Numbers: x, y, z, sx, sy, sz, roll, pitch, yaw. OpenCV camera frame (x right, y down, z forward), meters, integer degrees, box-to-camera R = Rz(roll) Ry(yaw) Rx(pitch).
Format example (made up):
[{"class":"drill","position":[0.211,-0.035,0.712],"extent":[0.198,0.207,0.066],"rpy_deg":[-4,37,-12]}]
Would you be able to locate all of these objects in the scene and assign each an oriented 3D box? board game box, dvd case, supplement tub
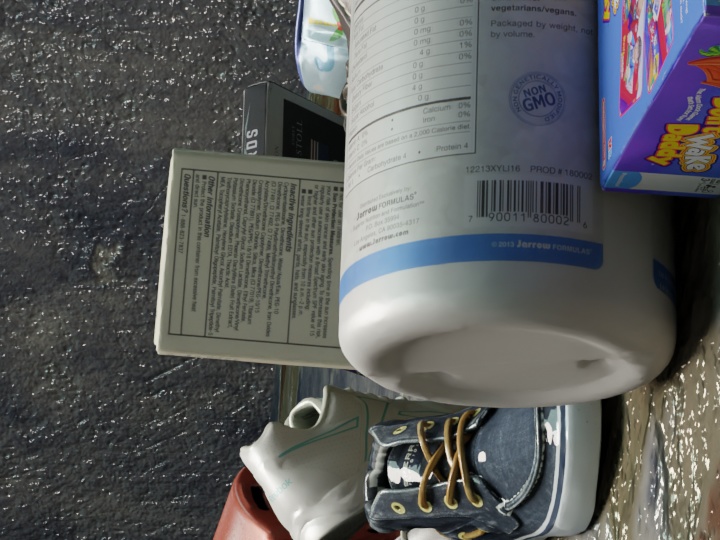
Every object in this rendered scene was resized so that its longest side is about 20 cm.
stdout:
[{"class":"board game box","position":[0.117,-0.143,0.657],"extent":[0.135,0.045,0.201],"rpy_deg":[109,164,-69]},{"class":"dvd case","position":[0.001,-0.012,1.146],"extent":[0.025,0.200,0.151],"rpy_deg":[-14,67,36]},{"class":"supplement tub","position":[0.059,-0.056,0.757],"extent":[0.132,0.132,0.201],"rpy_deg":[109,164,-69]}]

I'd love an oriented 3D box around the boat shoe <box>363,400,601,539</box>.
[{"class":"boat shoe","position":[0.053,0.093,0.899],"extent":[0.200,0.091,0.071],"rpy_deg":[110,163,-69]}]

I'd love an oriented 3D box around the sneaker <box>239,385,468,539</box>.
[{"class":"sneaker","position":[0.007,0.095,1.095],"extent":[0.070,0.080,0.200],"rpy_deg":[-49,-14,27]}]

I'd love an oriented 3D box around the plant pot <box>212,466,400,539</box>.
[{"class":"plant pot","position":[-0.032,0.236,1.233],"extent":[0.201,0.200,0.196],"rpy_deg":[-100,23,-68]}]

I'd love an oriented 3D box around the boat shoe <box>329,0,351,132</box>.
[{"class":"boat shoe","position":[0.021,-0.075,0.872],"extent":[0.200,0.065,0.073],"rpy_deg":[56,-168,1]}]

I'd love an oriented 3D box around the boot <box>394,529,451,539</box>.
[{"class":"boot","position":[0.026,0.179,1.086],"extent":[0.074,0.095,0.200],"rpy_deg":[-96,12,-61]}]

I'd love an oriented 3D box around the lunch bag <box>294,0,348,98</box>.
[{"class":"lunch bag","position":[0.031,-0.207,1.161],"extent":[0.161,0.082,0.201],"rpy_deg":[-35,-45,-59]}]

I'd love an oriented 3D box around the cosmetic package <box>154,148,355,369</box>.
[{"class":"cosmetic package","position":[0.000,0.000,0.959],"extent":[0.087,0.199,0.104],"rpy_deg":[152,123,-84]}]
